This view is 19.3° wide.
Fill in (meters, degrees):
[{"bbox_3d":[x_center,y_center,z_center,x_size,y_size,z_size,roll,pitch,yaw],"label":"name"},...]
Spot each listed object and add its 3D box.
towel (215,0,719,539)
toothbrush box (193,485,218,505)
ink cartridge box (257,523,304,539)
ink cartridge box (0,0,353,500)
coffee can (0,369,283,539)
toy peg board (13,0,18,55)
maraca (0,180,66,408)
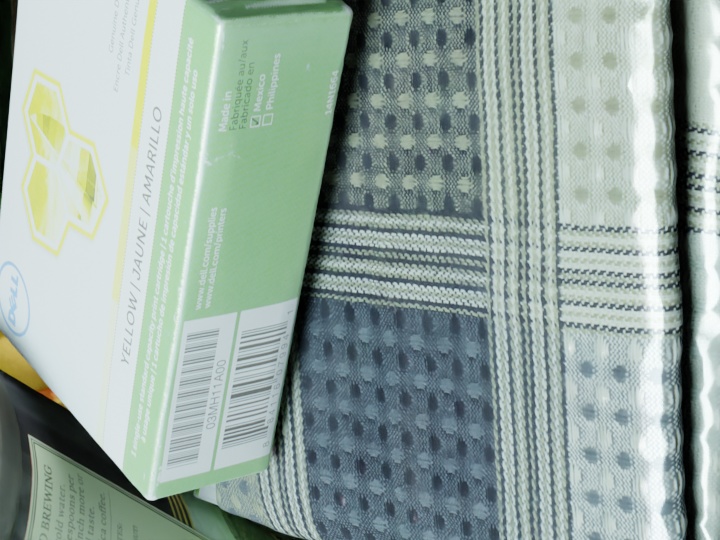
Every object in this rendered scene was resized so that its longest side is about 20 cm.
[{"bbox_3d":[0.021,-0.016,0.560,0.192,0.034,0.201,7,104,49],"label":"towel"},{"bbox_3d":[0.071,0.063,0.688,0.145,0.200,0.086,12,88,43],"label":"toothbrush box"},{"bbox_3d":[-0.089,0.170,0.966,0.144,0.084,0.200,8,137,27],"label":"ink cartridge box"},{"bbox_3d":[-0.083,-0.049,0.618,0.200,0.048,0.146,40,130,42],"label":"ink cartridge box"},{"bbox_3d":[-0.103,0.124,0.679,0.146,0.147,0.200,13,162,43],"label":"coffee can"},{"bbox_3d":[-0.215,-0.160,0.832,0.199,0.098,0.200,7,115,57],"label":"toy peg board"},{"bbox_3d":[-0.123,0.006,0.849,0.137,0.107,0.200,37,157,28],"label":"maraca"}]
